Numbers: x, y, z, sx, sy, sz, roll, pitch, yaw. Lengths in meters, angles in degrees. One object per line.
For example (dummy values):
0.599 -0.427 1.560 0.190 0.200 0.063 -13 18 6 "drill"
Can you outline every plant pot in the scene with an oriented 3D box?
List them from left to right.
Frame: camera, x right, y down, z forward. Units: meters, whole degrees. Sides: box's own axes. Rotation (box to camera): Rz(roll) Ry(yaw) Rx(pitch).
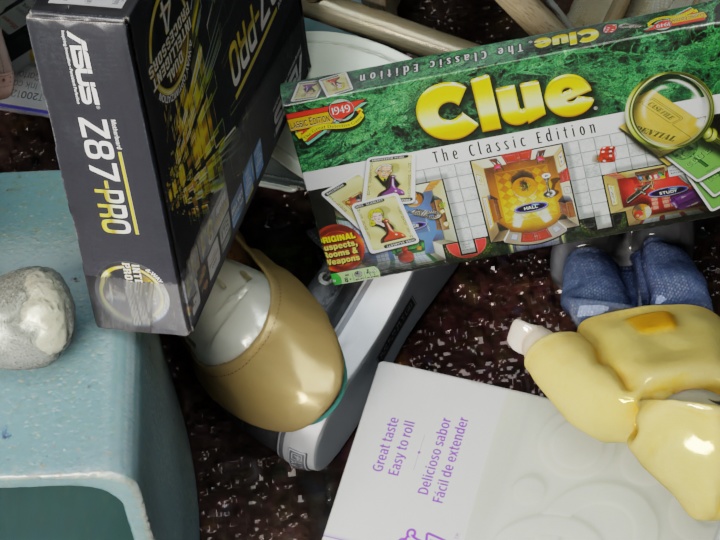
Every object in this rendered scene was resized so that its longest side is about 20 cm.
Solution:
-0.172 0.066 1.275 0.196 0.196 0.200 -2 52 7 "plant pot"

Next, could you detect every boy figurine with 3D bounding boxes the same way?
0.129 0.038 1.261 0.124 0.064 0.200 3 29 -7 "boy figurine"

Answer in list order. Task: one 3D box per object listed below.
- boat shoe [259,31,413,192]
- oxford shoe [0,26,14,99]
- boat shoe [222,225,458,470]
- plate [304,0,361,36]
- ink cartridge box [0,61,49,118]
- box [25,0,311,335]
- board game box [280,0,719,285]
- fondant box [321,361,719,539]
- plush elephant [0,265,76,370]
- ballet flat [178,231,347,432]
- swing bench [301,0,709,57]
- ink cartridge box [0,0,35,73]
-0.037 -0.073 1.344 0.200 0.062 0.073 7 82 14 "boat shoe"
-0.199 -0.158 1.304 0.072 0.071 0.200 6 60 -26 "oxford shoe"
0.000 0.000 1.351 0.066 0.070 0.200 26 77 17 "boat shoe"
-0.077 -0.173 1.418 0.200 0.026 0.200 -4 65 8 "plate"
-0.106 -0.154 1.451 0.198 0.043 0.200 10 67 13 "ink cartridge box"
-0.076 -0.096 1.196 0.049 0.161 0.200 6 39 14 "box"
0.073 -0.056 1.268 0.200 0.105 0.023 -11 33 8 "board game box"
0.085 0.136 1.272 0.200 0.058 0.144 12 65 14 "fondant box"
-0.238 -0.036 1.146 0.200 0.155 0.165 -18 43 -12 "plush elephant"
-0.074 0.009 1.315 0.069 0.063 0.200 -51 38 5 "ballet flat"
0.091 -0.175 1.356 0.200 0.130 0.199 32 50 -4 "swing bench"
-0.184 -0.182 1.378 0.200 0.083 0.146 -33 70 -4 "ink cartridge box"
